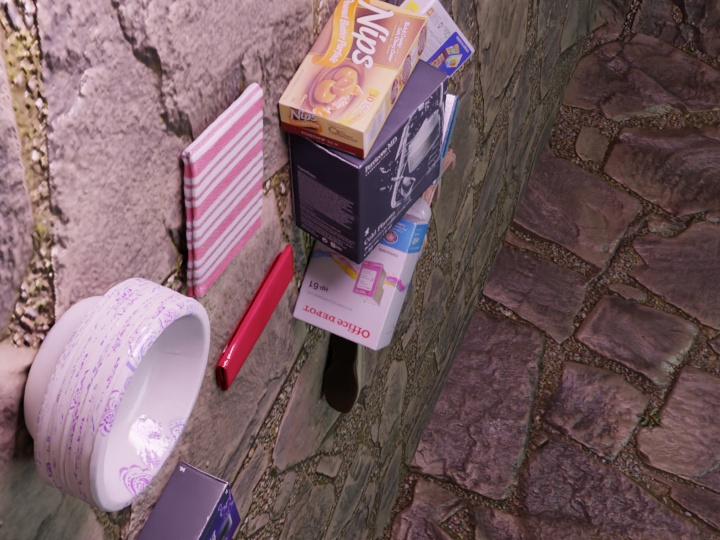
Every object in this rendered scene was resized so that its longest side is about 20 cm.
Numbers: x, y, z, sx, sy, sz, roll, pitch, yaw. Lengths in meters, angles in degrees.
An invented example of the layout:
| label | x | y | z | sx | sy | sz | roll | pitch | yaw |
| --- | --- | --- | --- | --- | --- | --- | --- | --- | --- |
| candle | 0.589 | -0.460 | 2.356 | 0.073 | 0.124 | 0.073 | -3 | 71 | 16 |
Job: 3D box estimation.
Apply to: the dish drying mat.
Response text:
| label | x | y | z | sx | sy | sz | roll | pitch | yaw |
| --- | --- | --- | --- | --- | --- | --- | --- | --- | --- |
| dish drying mat | -0.139 | 0.062 | 1.457 | 0.077 | 0.018 | 0.202 | 90 | 23 | -57 |

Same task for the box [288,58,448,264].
| label | x | y | z | sx | sy | sz | roll | pitch | yaw |
| --- | --- | --- | --- | --- | --- | --- | --- | --- | --- |
| box | 0.010 | -0.156 | 1.441 | 0.200 | 0.123 | 0.198 | -48 | 156 | -28 |

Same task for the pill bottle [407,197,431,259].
| label | x | y | z | sx | sy | sz | roll | pitch | yaw |
| --- | --- | --- | --- | --- | --- | --- | --- | --- | --- |
| pill bottle | 0.045 | -0.034 | 1.844 | 0.113 | 0.111 | 0.202 | 89 | 24 | -57 |

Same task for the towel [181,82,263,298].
| label | x | y | z | sx | sy | sz | roll | pitch | yaw |
| --- | --- | --- | --- | --- | --- | --- | --- | --- | --- |
| towel | -0.151 | -0.085 | 1.185 | 0.147 | 0.029 | 0.202 | -56 | 158 | -46 |

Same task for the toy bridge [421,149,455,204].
| label | x | y | z | sx | sy | sz | roll | pitch | yaw |
| --- | --- | --- | --- | --- | --- | --- | --- | --- | --- |
| toy bridge | 0.149 | -0.168 | 2.212 | 0.068 | 0.027 | 0.202 | 86 | 26 | -60 |

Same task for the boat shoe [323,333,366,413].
| label | x | y | z | sx | sy | sz | roll | pitch | yaw |
| --- | --- | --- | --- | --- | --- | --- | --- | --- | --- |
| boat shoe | -0.021 | 0.165 | 1.962 | 0.063 | 0.072 | 0.204 | -44 | 144 | -51 |

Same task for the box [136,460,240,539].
| label | x | y | z | sx | sy | sz | roll | pitch | yaw |
| --- | --- | --- | --- | --- | --- | --- | --- | --- | --- |
| box | -0.235 | 0.368 | 1.389 | 0.142 | 0.078 | 0.202 | 83 | 30 | -57 |

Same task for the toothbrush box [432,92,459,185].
| label | x | y | z | sx | sy | sz | roll | pitch | yaw |
| --- | --- | --- | --- | --- | --- | --- | --- | --- | --- |
| toothbrush box | 0.106 | -0.222 | 1.807 | 0.200 | 0.084 | 0.149 | -43 | 148 | -83 |

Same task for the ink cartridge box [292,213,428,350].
| label | x | y | z | sx | sy | sz | roll | pitch | yaw |
| --- | --- | --- | --- | --- | --- | --- | --- | --- | --- |
| ink cartridge box | 0.000 | 0.000 | 1.644 | 0.085 | 0.142 | 0.203 | -18 | 127 | -73 |

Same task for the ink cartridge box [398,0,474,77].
| label | x | y | z | sx | sy | sz | roll | pitch | yaw |
| --- | --- | --- | --- | --- | --- | --- | --- | --- | --- |
| ink cartridge box | 0.059 | -0.287 | 1.566 | 0.200 | 0.047 | 0.197 | -44 | 159 | 9 |

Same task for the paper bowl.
| label | x | y | z | sx | sy | sz | roll | pitch | yaw |
| --- | --- | --- | --- | --- | --- | --- | --- | --- | --- |
| paper bowl | -0.225 | 0.105 | 0.989 | 0.200 | 0.103 | 0.204 | 20 | 90 | -77 |

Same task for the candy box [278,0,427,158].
| label | x | y | z | sx | sy | sz | roll | pitch | yaw |
| --- | --- | --- | --- | --- | --- | --- | --- | --- | --- |
| candy box | -0.006 | -0.243 | 1.336 | 0.056 | 0.114 | 0.202 | 90 | 24 | -58 |

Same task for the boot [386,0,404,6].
| label | x | y | z | sx | sy | sz | roll | pitch | yaw |
| --- | --- | --- | --- | --- | --- | --- | --- | --- | --- |
| boot | 0.098 | -0.450 | 1.551 | 0.181 | 0.072 | 0.203 | -34 | 138 | -45 |
